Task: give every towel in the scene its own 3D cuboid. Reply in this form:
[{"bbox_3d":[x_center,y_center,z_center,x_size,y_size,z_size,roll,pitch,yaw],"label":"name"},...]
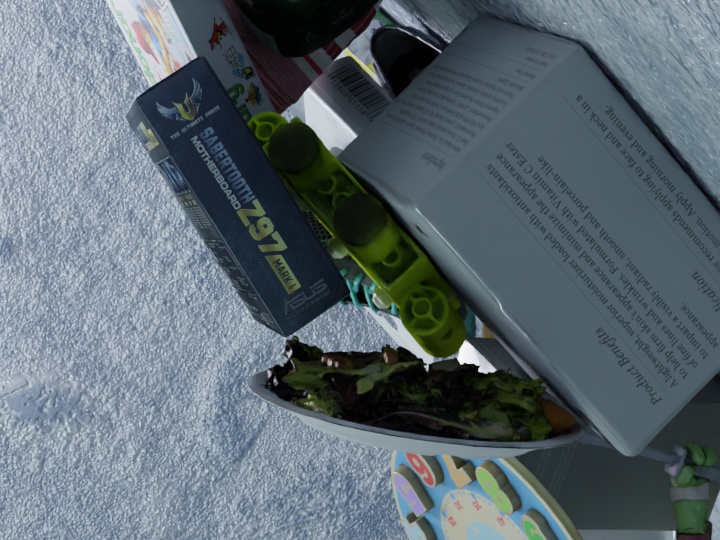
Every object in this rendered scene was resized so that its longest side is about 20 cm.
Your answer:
[{"bbox_3d":[-0.065,-0.203,1.449,0.144,0.023,0.200,49,-147,-8],"label":"towel"}]

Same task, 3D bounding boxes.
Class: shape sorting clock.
[{"bbox_3d":[0.085,0.182,1.274,0.200,0.039,0.201,37,148,28],"label":"shape sorting clock"}]

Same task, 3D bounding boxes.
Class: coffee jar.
[{"bbox_3d":[-0.048,-0.211,1.286,0.086,0.104,0.200,53,179,15],"label":"coffee jar"}]

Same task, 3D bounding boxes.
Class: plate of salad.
[{"bbox_3d":[0.033,0.069,1.190,0.198,0.049,0.200,8,-172,-1],"label":"plate of salad"}]

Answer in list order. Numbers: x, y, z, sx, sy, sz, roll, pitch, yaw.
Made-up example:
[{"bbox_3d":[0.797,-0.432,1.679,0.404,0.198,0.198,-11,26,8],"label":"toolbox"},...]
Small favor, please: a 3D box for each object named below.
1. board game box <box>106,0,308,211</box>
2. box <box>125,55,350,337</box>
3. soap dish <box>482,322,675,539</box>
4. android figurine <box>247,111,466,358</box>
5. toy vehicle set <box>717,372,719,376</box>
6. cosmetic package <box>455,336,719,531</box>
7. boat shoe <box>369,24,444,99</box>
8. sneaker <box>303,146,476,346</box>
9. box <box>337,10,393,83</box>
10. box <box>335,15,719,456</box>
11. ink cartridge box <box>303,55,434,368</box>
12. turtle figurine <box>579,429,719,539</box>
[{"bbox_3d":[-0.107,-0.131,1.338,0.126,0.034,0.201,21,141,61],"label":"board game box"},{"bbox_3d":[-0.077,-0.043,1.219,0.158,0.051,0.200,57,173,-5],"label":"box"},{"bbox_3d":[0.170,0.124,1.516,0.081,0.156,0.202,-70,-21,-76],"label":"soap dish"},{"bbox_3d":[0.000,-0.022,1.249,0.182,0.041,0.200,47,178,19],"label":"android figurine"},{"bbox_3d":[0.298,0.110,1.465,0.124,0.026,0.200,46,178,31],"label":"toy vehicle set"},{"bbox_3d":[0.153,0.112,1.378,0.199,0.108,0.090,6,-157,-34],"label":"cosmetic package"},{"bbox_3d":[0.063,-0.117,1.455,0.068,0.072,0.200,46,-173,-41],"label":"boat shoe"},{"bbox_3d":[0.000,0.000,1.403,0.200,0.091,0.078,41,152,38],"label":"sneaker"},{"bbox_3d":[0.048,-0.138,1.629,0.200,0.048,0.117,48,179,33],"label":"box"},{"bbox_3d":[0.111,-0.026,1.193,0.199,0.131,0.200,48,178,-18],"label":"box"},{"bbox_3d":[0.025,-0.034,1.499,0.162,0.050,0.201,48,159,33],"label":"ink cartridge box"},{"bbox_3d":[0.251,0.156,1.224,0.144,0.193,0.202,17,131,58],"label":"turtle figurine"}]
